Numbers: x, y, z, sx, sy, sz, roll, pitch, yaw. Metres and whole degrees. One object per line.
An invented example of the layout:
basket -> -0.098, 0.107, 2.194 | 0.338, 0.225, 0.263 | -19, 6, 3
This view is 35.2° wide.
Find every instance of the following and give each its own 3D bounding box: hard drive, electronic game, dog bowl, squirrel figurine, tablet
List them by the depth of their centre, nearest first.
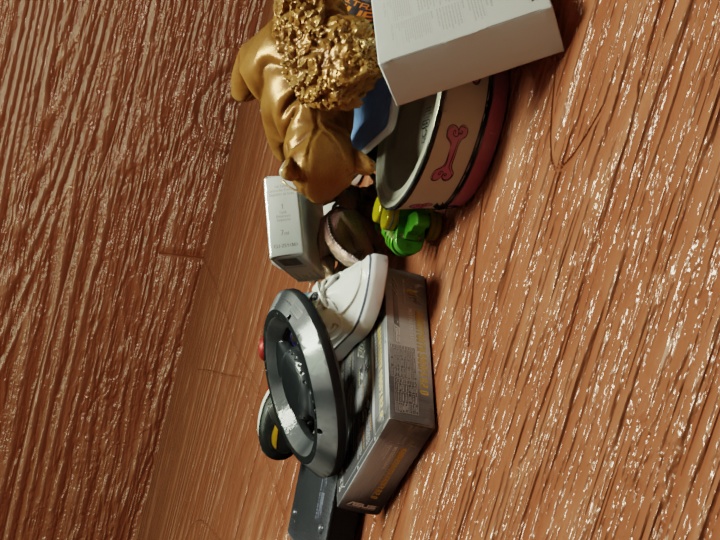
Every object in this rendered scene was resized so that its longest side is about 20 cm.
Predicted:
squirrel figurine -> -0.046, -0.170, 1.113 | 0.200, 0.141, 0.187 | 108, 158, -53
dog bowl -> 0.081, -0.150, 1.115 | 0.200, 0.074, 0.201 | -168, 90, -75
electronic game -> -0.057, 0.117, 1.185 | 0.200, 0.042, 0.201 | 168, 90, -70
tablet -> 0.001, -0.170, 1.228 | 0.200, 0.014, 0.130 | 146, 136, -60
hard drive -> -0.038, 0.257, 1.301 | 0.200, 0.042, 0.135 | 159, 122, -75

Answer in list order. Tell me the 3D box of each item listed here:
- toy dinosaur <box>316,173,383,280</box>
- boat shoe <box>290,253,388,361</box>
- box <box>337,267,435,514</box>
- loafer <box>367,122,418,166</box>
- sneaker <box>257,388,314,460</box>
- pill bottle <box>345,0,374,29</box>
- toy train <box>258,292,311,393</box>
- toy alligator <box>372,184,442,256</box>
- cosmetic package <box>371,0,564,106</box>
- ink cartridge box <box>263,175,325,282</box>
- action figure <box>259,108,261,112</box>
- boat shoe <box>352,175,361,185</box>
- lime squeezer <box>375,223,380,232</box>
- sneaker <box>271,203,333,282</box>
toy dinosaur -> -0.015, -0.045, 1.285 | 0.200, 0.086, 0.136 | -35, -60, -79
boat shoe -> -0.026, 0.041, 1.189 | 0.200, 0.065, 0.074 | 121, 158, -54
box -> 0.022, 0.122, 1.163 | 0.200, 0.048, 0.159 | -91, 20, -45
loafer -> 0.041, -0.144, 1.298 | 0.200, 0.073, 0.072 | 30, 101, 67
sneaker -> -0.055, 0.140, 1.339 | 0.200, 0.070, 0.090 | -58, 18, -2
pill bottle -> 0.003, -0.397, 1.569 | 0.200, 0.106, 0.106 | 117, 160, -48
toy train -> -0.067, 0.136, 1.479 | 0.116, 0.084, 0.200 | -67, -25, -53
toy alligator -> 0.040, -0.051, 1.216 | 0.200, 0.059, 0.054 | -131, 54, -73
cosmetic package -> 0.088, -0.241, 1.013 | 0.200, 0.150, 0.052 | -93, -19, -49
ink cartridge box -> -0.076, -0.086, 1.326 | 0.200, 0.043, 0.174 | 52, -148, -80
action figure -> -0.108, -0.294, 1.893 | 0.193, 0.104, 0.201 | 3, 85, 48
boat shoe -> -0.010, -0.215, 1.541 | 0.072, 0.068, 0.200 | -101, 27, -58
lime squeezer -> 0.000, 0.000, 1.413 | 0.071, 0.038, 0.200 | -46, -17, -49
sneaker -> -0.077, -0.057, 1.656 | 0.200, 0.080, 0.071 | 118, 161, -44
